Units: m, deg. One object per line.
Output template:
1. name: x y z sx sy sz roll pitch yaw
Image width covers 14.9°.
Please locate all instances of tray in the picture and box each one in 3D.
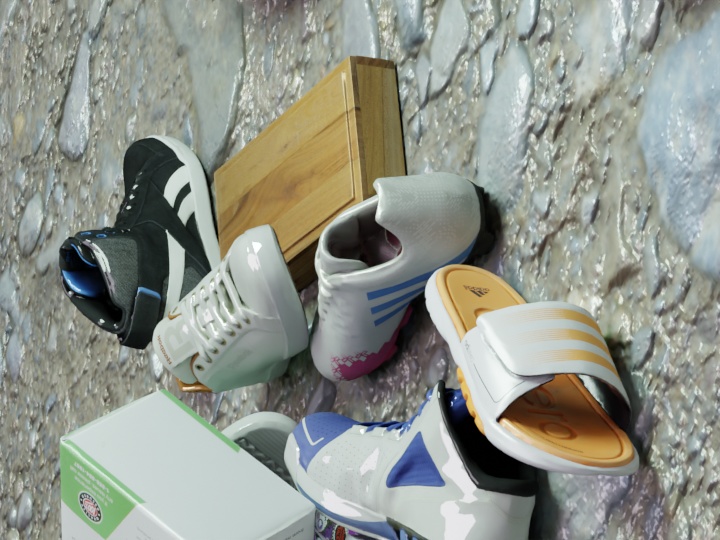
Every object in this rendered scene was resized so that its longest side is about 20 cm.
1. tray: -0.036 -0.052 1.761 0.200 0.037 0.099 -37 53 56

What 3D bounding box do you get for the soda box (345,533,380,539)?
1. soda box: 0.053 0.214 1.514 0.200 0.063 0.069 38 119 59

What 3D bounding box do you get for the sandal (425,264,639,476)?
1. sandal: 0.087 0.036 1.463 0.207 0.079 0.059 -123 43 -53

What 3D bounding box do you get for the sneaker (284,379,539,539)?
1. sneaker: 0.045 0.105 1.546 0.199 0.080 0.116 33 111 52

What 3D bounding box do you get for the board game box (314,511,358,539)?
1. board game box: -0.031 0.231 1.714 0.120 0.032 0.201 48 127 49

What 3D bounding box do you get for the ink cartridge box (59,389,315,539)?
1. ink cartridge box: -0.105 0.197 1.645 0.146 0.084 0.201 35 137 35

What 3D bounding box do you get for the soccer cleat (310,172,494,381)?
1. soccer cleat: 0.000 0.000 1.628 0.200 0.086 0.070 -49 44 48

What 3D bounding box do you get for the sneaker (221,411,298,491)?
1. sneaker: -0.085 0.130 1.758 0.119 0.073 0.201 -79 15 -48

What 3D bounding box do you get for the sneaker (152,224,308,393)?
1. sneaker: -0.083 0.036 1.720 0.200 0.084 0.073 107 143 -66

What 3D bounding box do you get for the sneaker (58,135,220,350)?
1. sneaker: -0.162 -0.029 1.915 0.073 0.111 0.200 -63 35 34
